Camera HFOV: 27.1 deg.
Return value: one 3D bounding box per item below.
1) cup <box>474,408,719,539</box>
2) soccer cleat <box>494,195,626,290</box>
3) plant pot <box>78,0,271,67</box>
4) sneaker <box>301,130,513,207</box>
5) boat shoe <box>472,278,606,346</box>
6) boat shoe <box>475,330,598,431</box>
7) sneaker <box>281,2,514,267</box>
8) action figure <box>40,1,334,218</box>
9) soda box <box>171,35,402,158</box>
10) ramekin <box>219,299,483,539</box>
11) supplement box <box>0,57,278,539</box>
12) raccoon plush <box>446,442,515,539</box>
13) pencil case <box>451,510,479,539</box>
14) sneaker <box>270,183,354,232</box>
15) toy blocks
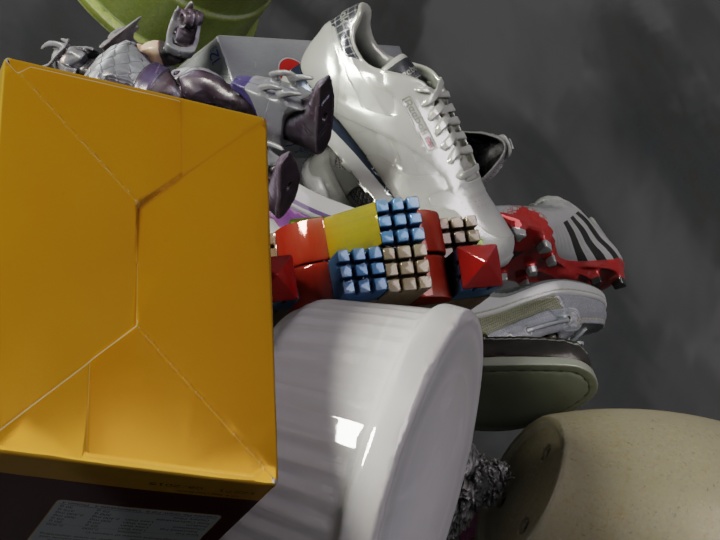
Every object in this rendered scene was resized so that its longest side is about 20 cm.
[{"bbox_3d":[0.156,0.165,0.922,0.143,0.200,0.201,27,46,-14],"label":"cup"},{"bbox_3d":[0.148,-0.029,1.237,0.199,0.069,0.086,16,46,-45],"label":"soccer cleat"},{"bbox_3d":[-0.091,-0.273,1.031,0.200,0.190,0.201,27,48,-33],"label":"plant pot"},{"bbox_3d":[0.035,-0.079,1.092,0.200,0.082,0.075,-19,79,-51],"label":"sneaker"},{"bbox_3d":[0.109,0.049,1.101,0.201,0.074,0.065,-4,74,-44],"label":"boat shoe"},{"bbox_3d":[0.054,0.066,0.966,0.061,0.200,0.072,-81,153,-42],"label":"boat shoe"},{"bbox_3d":[0.037,-0.085,0.995,0.200,0.081,0.076,46,20,4],"label":"sneaker"},{"bbox_3d":[-0.117,-0.110,0.938,0.199,0.070,0.130,22,62,18],"label":"action figure"},{"bbox_3d":[-0.042,-0.124,1.087,0.199,0.063,0.069,-8,73,-49],"label":"soda box"},{"bbox_3d":[-0.009,0.108,0.787,0.094,0.203,0.203,14,39,15],"label":"ramekin"},{"bbox_3d":[-0.141,0.044,0.737,0.132,0.200,0.198,11,57,-24],"label":"supplement box"},{"bbox_3d":[0.035,0.191,0.907,0.096,0.134,0.201,13,57,-44],"label":"raccoon plush"},{"bbox_3d":[0.131,0.190,1.056,0.199,0.083,0.087,17,48,-40],"label":"pencil case"},{"bbox_3d":[-0.044,0.008,0.977,0.200,0.073,0.115,25,61,-8],"label":"sneaker"},{"bbox_3d":[0.000,0.000,0.874,0.199,0.137,0.101,-6,78,-14],"label":"toy blocks"}]
